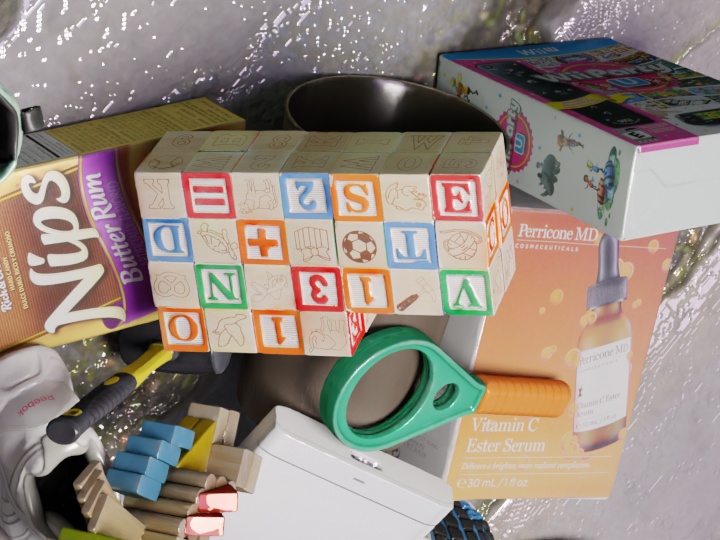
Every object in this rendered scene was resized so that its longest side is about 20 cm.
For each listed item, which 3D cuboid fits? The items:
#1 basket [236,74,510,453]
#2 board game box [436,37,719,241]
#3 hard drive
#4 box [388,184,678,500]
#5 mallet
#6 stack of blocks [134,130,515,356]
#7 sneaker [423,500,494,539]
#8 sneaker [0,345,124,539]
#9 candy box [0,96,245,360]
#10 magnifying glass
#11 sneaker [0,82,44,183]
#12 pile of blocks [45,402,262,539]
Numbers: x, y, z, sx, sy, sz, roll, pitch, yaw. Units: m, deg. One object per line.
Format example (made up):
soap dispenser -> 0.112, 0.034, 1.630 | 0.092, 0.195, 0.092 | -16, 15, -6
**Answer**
basket -> 0.000, 0.000, 1.492 | 0.180, 0.136, 0.200 | -50, 157, -66
board game box -> 0.161, -0.087, 1.528 | 0.147, 0.200, 0.064 | -9, 113, -33
hard drive -> -0.054, 0.175, 1.512 | 0.132, 0.027, 0.200 | 26, 125, -24
box -> 0.101, 0.041, 1.598 | 0.152, 0.106, 0.200 | 2, 107, -36
mallet -> -0.123, 0.062, 1.397 | 0.066, 0.200, 0.041 | 2, 106, 9
stack of blocks -> -0.017, -0.015, 1.368 | 0.059, 0.200, 0.115 | -61, 147, -58
sneaker -> 0.004, 0.186, 1.624 | 0.200, 0.075, 0.087 | 8, 129, -41
sneaker -> -0.174, 0.139, 1.426 | 0.078, 0.099, 0.200 | -29, 142, -9
candy box -> -0.163, -0.023, 1.418 | 0.200, 0.056, 0.117 | -15, 117, -29
magnifying glass -> 0.055, 0.075, 1.482 | 0.200, 0.022, 0.080 | 5, 118, -45
sneaker -> -0.230, -0.137, 1.282 | 0.074, 0.118, 0.201 | -30, 122, -20
pile of blocks -> -0.112, 0.137, 1.370 | 0.200, 0.062, 0.082 | -54, 140, -41
